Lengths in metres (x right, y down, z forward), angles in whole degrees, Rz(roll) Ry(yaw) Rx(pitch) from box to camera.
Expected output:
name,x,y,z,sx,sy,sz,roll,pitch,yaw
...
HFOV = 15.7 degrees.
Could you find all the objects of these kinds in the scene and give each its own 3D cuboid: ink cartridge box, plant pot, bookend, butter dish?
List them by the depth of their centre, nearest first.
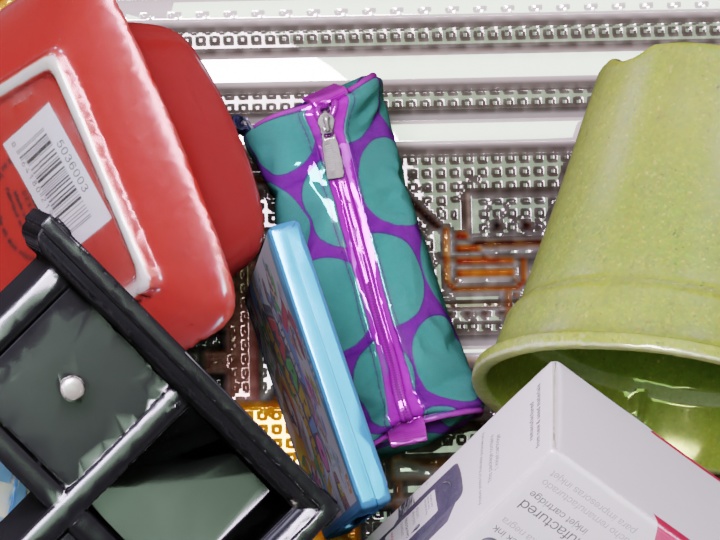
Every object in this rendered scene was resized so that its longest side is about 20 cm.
name,x,y,z,sx,sy,sz,roll,pitch,yaw
bookend,-0.152,0.109,1.251,0.199,0.092,0.200,-44,101,-7
ink cartridge box,0.085,0.166,1.313,0.145,0.084,0.200,36,118,-16
plant pot,0.173,-0.011,1.363,0.200,0.200,0.185,11,71,2
butter dish,-0.127,-0.047,1.385,0.199,0.148,0.200,-26,86,41

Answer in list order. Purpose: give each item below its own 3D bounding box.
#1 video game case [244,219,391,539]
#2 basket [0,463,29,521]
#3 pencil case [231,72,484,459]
name,x,y,z,sx,sy,sz,roll,pitch,yaw
video game case,-0.025,0.061,1.334,0.018,0.200,0.143,-17,82,-9
basket,-0.272,0.131,1.349,0.200,0.139,0.177,13,80,-15
pencil case,0.000,0.000,1.398,0.085,0.092,0.200,-18,83,-3
